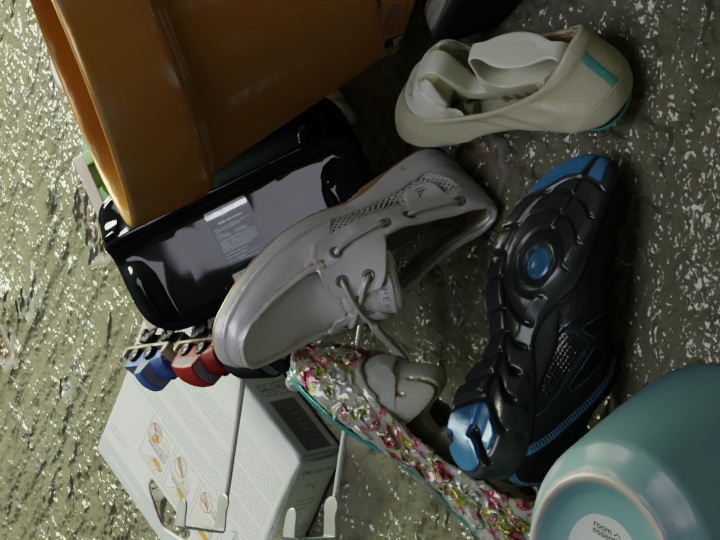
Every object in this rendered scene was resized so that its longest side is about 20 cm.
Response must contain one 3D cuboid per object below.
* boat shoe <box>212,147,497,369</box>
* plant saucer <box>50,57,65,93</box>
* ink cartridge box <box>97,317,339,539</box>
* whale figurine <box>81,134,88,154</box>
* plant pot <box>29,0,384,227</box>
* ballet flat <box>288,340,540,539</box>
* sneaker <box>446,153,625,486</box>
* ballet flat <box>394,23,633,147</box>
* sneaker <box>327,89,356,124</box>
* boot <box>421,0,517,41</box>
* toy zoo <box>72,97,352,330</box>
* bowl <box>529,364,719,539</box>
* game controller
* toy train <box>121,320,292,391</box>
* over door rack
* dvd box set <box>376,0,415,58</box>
[{"bbox_3d":[0.000,0.000,1.364,0.069,0.200,0.071,38,156,34],"label":"boat shoe"},{"bbox_3d":[-0.119,-0.178,1.530,0.200,0.200,0.050,18,155,49],"label":"plant saucer"},{"bbox_3d":[-0.107,0.130,1.636,0.200,0.043,0.174,50,133,33],"label":"ink cartridge box"},{"bbox_3d":[-0.167,-0.109,1.619,0.200,0.103,0.160,49,132,37],"label":"whale figurine"},{"bbox_3d":[-0.092,-0.152,1.354,0.200,0.183,0.201,157,90,-81],"label":"plant pot"},{"bbox_3d":[0.049,0.097,1.371,0.200,0.076,0.064,39,121,-1],"label":"ballet flat"},{"bbox_3d":[0.116,0.031,1.320,0.073,0.082,0.201,28,99,57],"label":"sneaker"},{"bbox_3d":[0.075,-0.115,1.337,0.199,0.069,0.070,-3,94,48],"label":"ballet flat"},{"bbox_3d":[-0.069,-0.049,1.517,0.100,0.075,0.201,41,119,31],"label":"sneaker"},{"bbox_3d":[0.062,-0.250,1.318,0.154,0.073,0.204,64,149,22],"label":"boot"},{"bbox_3d":[-0.088,-0.059,1.483,0.199,0.020,0.132,-27,85,28],"label":"toy zoo"},{"bbox_3d":[0.169,0.160,1.243,0.200,0.105,0.202,14,108,49],"label":"bowl"},{"bbox_3d":[-0.080,-0.034,1.455,0.199,0.042,0.105,-24,101,28],"label":"game controller"},{"bbox_3d":[-0.101,0.057,1.495,0.200,0.034,0.046,-8,50,55],"label":"toy train"},{"bbox_3d":[-0.034,0.088,1.475,0.147,0.066,0.201,-7,61,55],"label":"over door rack"},{"bbox_3d":[-0.005,-0.222,1.363,0.200,0.029,0.147,111,138,-77],"label":"dvd box set"}]
